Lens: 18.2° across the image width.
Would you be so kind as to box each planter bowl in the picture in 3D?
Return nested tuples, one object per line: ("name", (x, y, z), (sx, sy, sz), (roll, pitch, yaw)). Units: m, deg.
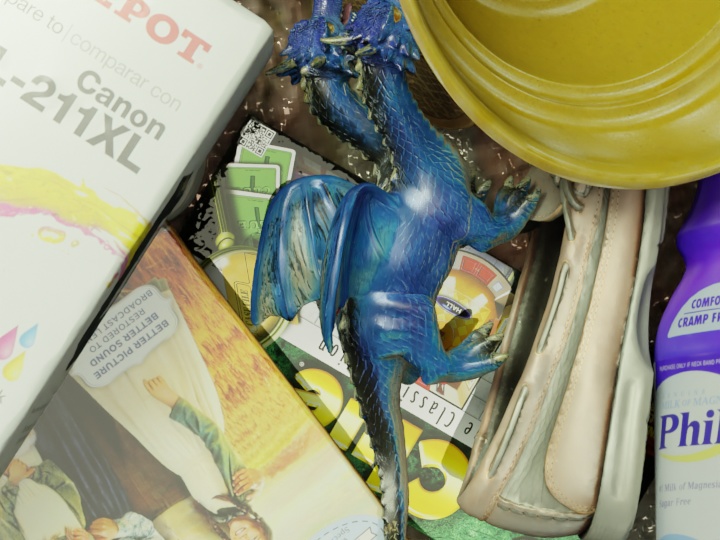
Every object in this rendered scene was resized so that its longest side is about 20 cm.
("planter bowl", (0.078, -0.131, 0.744), (0.200, 0.083, 0.201), (-5, 102, -26))

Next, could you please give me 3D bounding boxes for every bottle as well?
("bottle", (0.144, 0.038, 0.783), (0.083, 0.065, 0.200), (-7, 77, 40))

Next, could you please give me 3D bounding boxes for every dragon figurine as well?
("dragon figurine", (0.000, 0.000, 0.774), (0.099, 0.059, 0.200), (17, 89, -33))

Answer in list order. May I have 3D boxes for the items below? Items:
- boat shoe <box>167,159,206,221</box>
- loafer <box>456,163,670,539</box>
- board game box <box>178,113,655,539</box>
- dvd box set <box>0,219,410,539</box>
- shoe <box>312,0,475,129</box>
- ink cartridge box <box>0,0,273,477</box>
("boat shoe", (-0.084, -0.114, 0.806), (0.074, 0.065, 0.202), (2, 93, -2))
("loafer", (0.074, -0.004, 0.800), (0.063, 0.072, 0.200), (6, 79, -2))
("board game box", (0.019, 0.036, 0.840), (0.200, 0.023, 0.105), (30, 94, -3))
("dvd box set", (-0.066, 0.104, 0.800), (0.146, 0.029, 0.200), (-37, 95, -2))
("shoe", (-0.010, -0.135, 0.785), (0.053, 0.070, 0.200), (-53, 122, -20))
("ink cartridge box", (-0.140, -0.033, 0.734), (0.146, 0.083, 0.200), (32, 89, -2))
